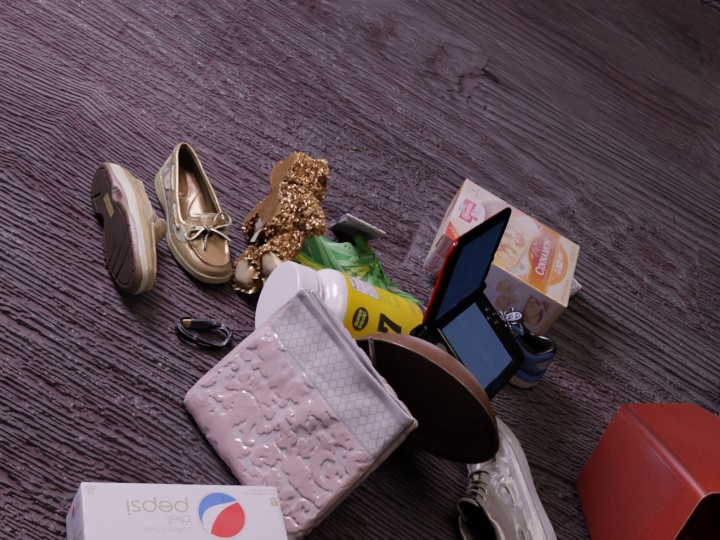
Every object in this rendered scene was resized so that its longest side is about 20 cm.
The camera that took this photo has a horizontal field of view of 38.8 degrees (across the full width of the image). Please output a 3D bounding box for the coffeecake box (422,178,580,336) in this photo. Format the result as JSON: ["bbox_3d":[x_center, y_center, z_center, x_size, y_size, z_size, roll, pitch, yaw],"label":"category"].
[{"bbox_3d":[0.205,-0.020,1.464,0.198,0.074,0.154,30,39,-2],"label":"coffeecake box"}]

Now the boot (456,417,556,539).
[{"bbox_3d":[0.146,0.250,1.161,0.094,0.074,0.202,5,46,-39],"label":"boot"}]

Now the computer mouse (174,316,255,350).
[{"bbox_3d":[-0.125,0.062,1.212,0.197,0.034,0.059,-1,49,-34],"label":"computer mouse"}]

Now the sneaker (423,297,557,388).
[{"bbox_3d":[0.172,0.077,1.348,0.197,0.090,0.079,24,37,-16],"label":"sneaker"}]

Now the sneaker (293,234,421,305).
[{"bbox_3d":[0.000,0.000,1.312,0.198,0.084,0.074,32,-5,-1],"label":"sneaker"}]

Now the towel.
[{"bbox_3d":[-0.066,0.147,1.056,0.201,0.191,0.032,49,6,22],"label":"towel"}]

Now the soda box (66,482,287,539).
[{"bbox_3d":[-0.171,0.246,0.959,0.197,0.064,0.069,8,44,-28],"label":"soda box"}]

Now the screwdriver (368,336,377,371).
[{"bbox_3d":[0.015,0.138,1.111,0.029,0.202,0.028,-9,46,5],"label":"screwdriver"}]

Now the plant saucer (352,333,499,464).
[{"bbox_3d":[0.069,0.131,1.104,0.199,0.201,0.037,35,61,4],"label":"plant saucer"}]

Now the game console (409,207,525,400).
[{"bbox_3d":[0.151,0.045,1.193,0.174,0.118,0.199,56,31,4],"label":"game console"}]

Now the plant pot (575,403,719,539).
[{"bbox_3d":[0.377,0.268,1.220,0.197,0.202,0.177,4,34,-30],"label":"plant pot"}]

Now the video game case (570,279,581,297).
[{"bbox_3d":[0.232,0.007,1.528,0.199,0.018,0.143,-22,64,-46],"label":"video game case"}]

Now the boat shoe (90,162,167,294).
[{"bbox_3d":[-0.263,-0.051,1.216,0.075,0.072,0.202,14,40,-39],"label":"boat shoe"}]

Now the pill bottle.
[{"bbox_3d":[-0.016,0.067,1.189,0.198,0.114,0.116,22,38,-30],"label":"pill bottle"}]

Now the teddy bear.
[{"bbox_3d":[-0.095,-0.053,1.281,0.066,0.144,0.202,37,36,-27],"label":"teddy bear"}]

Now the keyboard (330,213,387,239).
[{"bbox_3d":[-0.005,-0.055,1.336,0.055,0.011,0.200,20,-3,-7],"label":"keyboard"}]

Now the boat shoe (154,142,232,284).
[{"bbox_3d":[-0.207,-0.071,1.274,0.072,0.063,0.202,-3,51,-37],"label":"boat shoe"}]
